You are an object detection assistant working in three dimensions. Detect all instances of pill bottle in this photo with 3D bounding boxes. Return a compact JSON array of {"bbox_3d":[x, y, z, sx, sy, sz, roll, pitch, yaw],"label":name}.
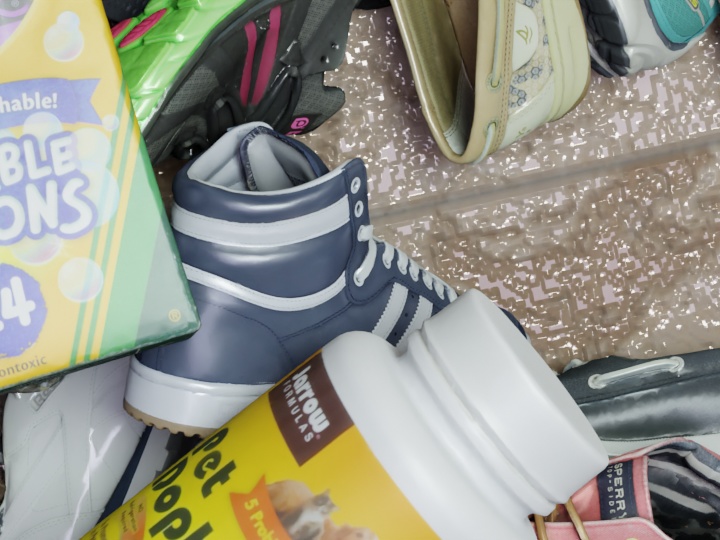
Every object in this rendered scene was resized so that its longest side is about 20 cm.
[{"bbox_3d":[-0.015,0.097,0.873,0.200,0.109,0.109,-39,99,7],"label":"pill bottle"}]

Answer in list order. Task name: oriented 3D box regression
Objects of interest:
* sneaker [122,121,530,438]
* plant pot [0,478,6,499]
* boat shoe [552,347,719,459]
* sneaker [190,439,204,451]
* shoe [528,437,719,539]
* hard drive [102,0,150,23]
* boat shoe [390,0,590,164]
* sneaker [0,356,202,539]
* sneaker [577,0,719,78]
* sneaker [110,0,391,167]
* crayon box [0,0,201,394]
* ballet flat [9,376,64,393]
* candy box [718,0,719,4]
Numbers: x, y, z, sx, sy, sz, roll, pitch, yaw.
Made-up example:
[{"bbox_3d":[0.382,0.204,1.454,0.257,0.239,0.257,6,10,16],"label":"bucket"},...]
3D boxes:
[{"bbox_3d":[0.000,0.000,0.959,0.200,0.070,0.109,-5,108,-45],"label":"sneaker"},{"bbox_3d":[-0.251,0.110,0.932,0.200,0.200,0.198,39,83,-9],"label":"plant pot"},{"bbox_3d":[0.109,0.066,1.031,0.200,0.076,0.060,-1,58,2],"label":"boat shoe"},{"bbox_3d":[-0.024,0.147,1.015,0.075,0.088,0.200,1,121,22],"label":"sneaker"},{"bbox_3d":[0.070,0.095,0.966,0.200,0.072,0.091,18,139,-27],"label":"shoe"},{"bbox_3d":[-0.058,-0.188,0.949,0.042,0.135,0.200,35,95,8],"label":"hard drive"},{"bbox_3d":[0.034,-0.140,0.963,0.063,0.073,0.200,-35,113,-36],"label":"boat shoe"},{"bbox_3d":[-0.097,0.044,1.000,0.080,0.076,0.200,24,86,14],"label":"sneaker"},{"bbox_3d":[0.087,-0.177,1.007,0.080,0.077,0.200,-30,104,-22],"label":"sneaker"},{"bbox_3d":[-0.049,-0.075,0.965,0.200,0.077,0.084,-47,113,-25],"label":"sneaker"},{"bbox_3d":[-0.144,-0.056,0.858,0.126,0.052,0.200,-17,87,-8],"label":"crayon box"},{"bbox_3d":[-0.180,-0.009,0.914,0.200,0.072,0.072,30,92,-32],"label":"ballet flat"},{"bbox_3d":[0.220,-0.127,0.942,0.055,0.200,0.116,-40,119,-33],"label":"candy box"}]
